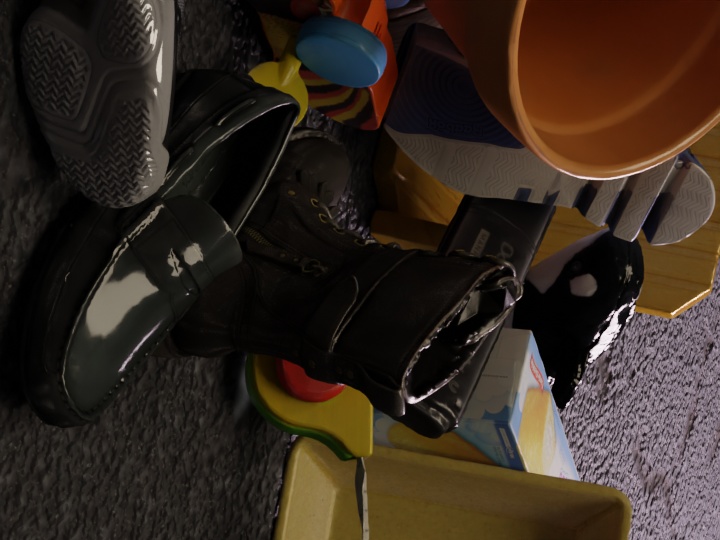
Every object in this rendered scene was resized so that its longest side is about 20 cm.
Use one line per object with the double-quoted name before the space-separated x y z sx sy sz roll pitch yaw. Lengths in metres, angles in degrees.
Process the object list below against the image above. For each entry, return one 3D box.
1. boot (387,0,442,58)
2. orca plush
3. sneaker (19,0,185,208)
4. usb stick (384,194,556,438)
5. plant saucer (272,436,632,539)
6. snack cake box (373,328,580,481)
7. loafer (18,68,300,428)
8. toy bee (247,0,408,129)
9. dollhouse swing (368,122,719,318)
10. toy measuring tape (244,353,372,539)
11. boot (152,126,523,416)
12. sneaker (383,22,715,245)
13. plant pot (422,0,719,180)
"boot" 0.068 -0.218 0.938 0.199 0.077 0.156 -31 134 -4
"orca plush" 0.107 0.053 1.025 0.105 0.200 0.071 26 47 -37
"sneaker" -0.089 -0.133 0.722 0.114 0.075 0.201 -24 115 -55
"usb stick" 0.063 0.009 0.937 0.033 0.055 0.200 -47 -168 50
"plant saucer" 0.043 0.208 0.948 0.048 0.199 0.201 45 55 -80
"snack cake box" 0.064 0.116 1.010 0.200 0.114 0.067 65 33 -49
"loafer" -0.090 -0.015 0.755 0.201 0.070 0.068 -64 146 -32
"toy bee" -0.026 -0.150 0.836 0.200 0.108 0.131 104 7 -47
"dollhouse swing" 0.134 -0.082 1.051 0.182 0.175 0.201 38 64 -58
"toy measuring tape" -0.028 0.091 0.878 0.073 0.073 0.201 21 66 -61
"boot" 0.000 0.000 0.816 0.200 0.173 0.070 -52 139 -44
"sneaker" 0.111 -0.093 0.968 0.115 0.199 0.081 -80 -165 -54
"plant pot" 0.113 -0.166 0.848 0.199 0.140 0.201 -21 131 -27
